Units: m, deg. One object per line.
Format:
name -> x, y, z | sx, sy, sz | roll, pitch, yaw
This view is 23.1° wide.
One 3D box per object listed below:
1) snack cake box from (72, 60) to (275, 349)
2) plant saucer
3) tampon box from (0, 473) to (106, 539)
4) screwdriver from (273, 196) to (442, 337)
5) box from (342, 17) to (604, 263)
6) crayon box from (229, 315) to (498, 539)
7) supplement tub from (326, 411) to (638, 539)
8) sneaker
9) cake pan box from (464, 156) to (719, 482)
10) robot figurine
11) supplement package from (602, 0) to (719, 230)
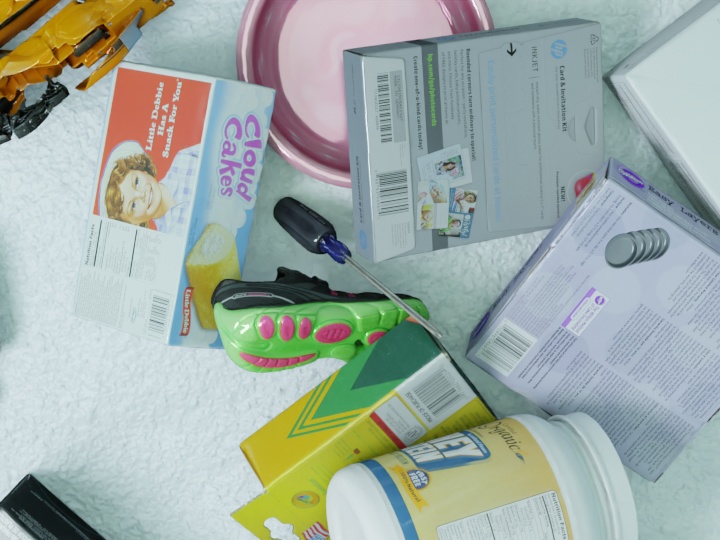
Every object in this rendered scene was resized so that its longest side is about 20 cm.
snack cake box -> -0.143, -0.050, 1.330 | 0.115, 0.067, 0.201 | 15, 96, 42
plant saucer -> 0.005, -0.164, 1.360 | 0.200, 0.051, 0.202 | 0, 95, -1
tampon box -> -0.274, 0.287, 1.351 | 0.150, 0.126, 0.200 | 40, 93, -3
screwdriver -> 0.000, 0.000, 1.327 | 0.028, 0.029, 0.200 | -50, 55, -1
box -> 0.088, -0.100, 1.321 | 0.199, 0.041, 0.157 | -11, 108, -21
crayon box -> -0.004, 0.134, 1.345 | 0.200, 0.127, 0.051 | -37, 52, 1
supplement tub -> 0.088, 0.190, 1.302 | 0.199, 0.145, 0.145 | -15, 95, -17
sneaker -> -0.027, 0.030, 1.329 | 0.077, 0.199, 0.084 | -57, 49, 25
cake pan box -> 0.204, 0.043, 1.344 | 0.184, 0.052, 0.200 | 33, 116, -4
robot figurine -> -0.245, -0.177, 1.336 | 0.200, 0.058, 0.145 | -38, 64, 3
supplement package -> 0.313, -0.145, 1.336 | 0.200, 0.111, 0.156 | -37, 95, 1
